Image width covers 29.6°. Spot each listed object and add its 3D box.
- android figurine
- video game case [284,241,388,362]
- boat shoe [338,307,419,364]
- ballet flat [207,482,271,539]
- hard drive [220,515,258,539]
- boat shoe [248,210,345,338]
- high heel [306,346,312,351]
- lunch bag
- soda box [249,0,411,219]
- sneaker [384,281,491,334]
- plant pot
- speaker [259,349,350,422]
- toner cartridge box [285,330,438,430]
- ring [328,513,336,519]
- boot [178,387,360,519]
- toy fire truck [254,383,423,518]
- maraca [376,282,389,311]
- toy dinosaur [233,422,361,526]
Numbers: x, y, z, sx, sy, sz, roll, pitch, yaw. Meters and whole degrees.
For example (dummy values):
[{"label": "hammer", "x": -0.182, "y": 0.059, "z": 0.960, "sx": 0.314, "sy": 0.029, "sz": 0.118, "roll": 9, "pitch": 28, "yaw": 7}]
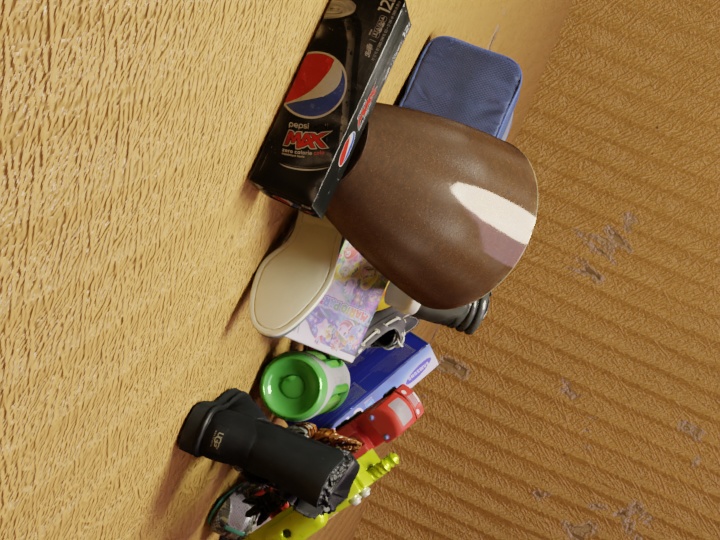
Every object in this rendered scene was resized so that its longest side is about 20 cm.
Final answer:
[{"label": "android figurine", "x": -0.046, "y": 0.256, "z": 1.481, "sx": 0.200, "sy": 0.041, "sz": 0.182, "roll": -34, "pitch": 174, "yaw": 10}, {"label": "video game case", "x": -0.017, "y": -0.007, "z": 1.529, "sx": 0.143, "sy": 0.018, "sz": 0.200, "roll": 25, "pitch": 89, "yaw": -47}, {"label": "boat shoe", "x": 0.022, "y": 0.084, "z": 1.730, "sx": 0.073, "sy": 0.063, "sz": 0.200, "roll": -50, "pitch": 158, "yaw": 26}, {"label": "ballet flat", "x": -0.128, "y": 0.285, "z": 1.726, "sx": 0.200, "sy": 0.072, "sz": 0.072, "roll": -48, "pitch": 160, "yaw": -65}, {"label": "hard drive", "x": -0.173, "y": 0.392, "z": 1.842, "sx": 0.140, "sy": 0.038, "sz": 0.200, "roll": 82, "pitch": 32, "yaw": -74}, {"label": "boat shoe", "x": -0.055, "y": -0.005, "z": 1.382, "sx": 0.062, "sy": 0.073, "sz": 0.200, "roll": 93, "pitch": 17, "yaw": -57}, {"label": "high heel", "x": -0.008, "y": 0.070, "z": 1.781, "sx": 0.067, "sy": 0.096, "sz": 0.200, "roll": -52, "pitch": 163, "yaw": -60}, {"label": "lunch bag", "x": 0.119, "y": -0.189, "z": 1.729, "sx": 0.132, "sy": 0.136, "sz": 0.200, "roll": 94, "pitch": 20, "yaw": -67}, {"label": "soda box", "x": -0.025, "y": -0.151, "z": 1.202, "sx": 0.071, "sy": 0.063, "sz": 0.200, "roll": 52, "pitch": 62, "yaw": -79}, {"label": "sneaker", "x": 0.087, "y": 0.026, "z": 1.509, "sx": 0.200, "sy": 0.099, "sz": 0.071, "roll": -121, "pitch": -128, "yaw": -78}, {"label": "plant pot", "x": 0.038, "y": -0.081, "z": 1.323, "sx": 0.200, "sy": 0.187, "sz": 0.187, "roll": 26, "pitch": 87, "yaw": -41}, {"label": "speaker", "x": -0.065, "y": 0.138, "z": 1.655, "sx": 0.200, "sy": 0.088, "sz": 0.089, "roll": 18, "pitch": 95, "yaw": -81}, {"label": "toner cartridge box", "x": -0.002, "y": 0.154, "z": 1.801, "sx": 0.200, "sy": 0.095, "sz": 0.043, "roll": -38, "pitch": 128, "yaw": -15}, {"label": "ring", "x": -0.067, "y": 0.295, "z": 1.699, "sx": 0.200, "sy": 0.019, "sz": 0.200, "roll": -34, "pitch": -176, "yaw": 3}, {"label": "boot", "x": -0.084, "y": 0.189, "z": 1.402, "sx": 0.200, "sy": 0.168, "sz": 0.077, "roll": 25, "pitch": 88, "yaw": -82}, {"label": "toy fire truck", "x": -0.025, "y": 0.223, "z": 1.658, "sx": 0.200, "sy": 0.049, "sz": 0.141, "roll": -37, "pitch": 180, "yaw": 34}, {"label": "maraca", "x": 0.000, "y": 0.000, "z": 1.637, "sx": 0.200, "sy": 0.107, "sz": 0.137, "roll": -26, "pitch": 158, "yaw": -45}, {"label": "toy dinosaur", "x": -0.083, "y": 0.209, "z": 1.572, "sx": 0.136, "sy": 0.102, "sz": 0.200, "roll": -27, "pitch": 167, "yaw": -48}]
